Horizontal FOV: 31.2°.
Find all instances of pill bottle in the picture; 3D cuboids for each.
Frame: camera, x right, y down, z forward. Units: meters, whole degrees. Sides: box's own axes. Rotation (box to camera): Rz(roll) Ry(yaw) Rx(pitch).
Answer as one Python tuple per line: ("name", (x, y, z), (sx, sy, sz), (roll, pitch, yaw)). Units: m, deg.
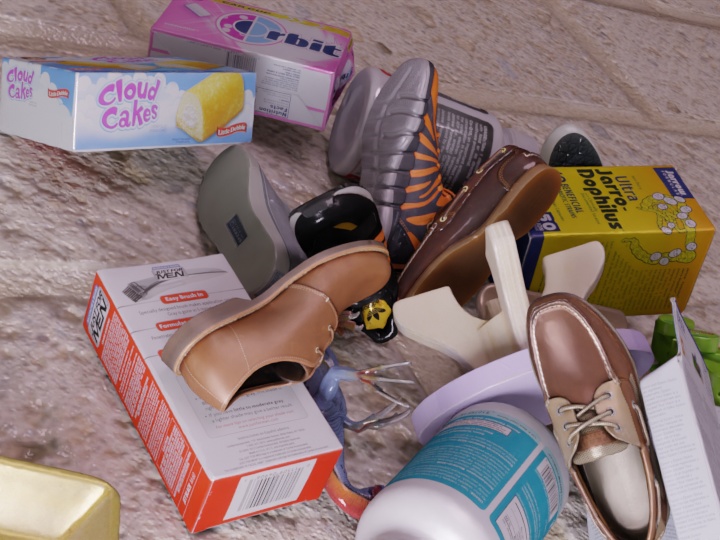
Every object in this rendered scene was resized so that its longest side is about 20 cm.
("pill bottle", (0.076, -0.124, 1.332), (0.198, 0.115, 0.115), (19, 34, -19))
("pill bottle", (0.067, 0.180, 0.911), (0.110, 0.111, 0.200), (38, 32, 12))

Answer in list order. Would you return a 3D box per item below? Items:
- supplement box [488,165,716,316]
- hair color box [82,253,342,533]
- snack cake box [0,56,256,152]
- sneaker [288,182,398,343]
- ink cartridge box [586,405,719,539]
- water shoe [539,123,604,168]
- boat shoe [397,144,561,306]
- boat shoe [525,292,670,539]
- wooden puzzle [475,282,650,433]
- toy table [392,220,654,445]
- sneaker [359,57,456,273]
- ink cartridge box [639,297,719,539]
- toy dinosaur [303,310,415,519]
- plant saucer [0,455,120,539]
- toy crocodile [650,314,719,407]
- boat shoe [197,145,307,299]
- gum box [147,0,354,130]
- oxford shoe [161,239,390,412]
("supplement box", (0.230, -0.029, 1.285), (0.197, 0.111, 0.110), (-2, 41, -16))
("hair color box", (-0.111, 0.082, 0.936), (0.110, 0.064, 0.201), (-8, 50, -35))
("snack cake box", (-0.202, -0.150, 1.139), (0.114, 0.068, 0.199), (18, 19, 40))
("sneaker", (0.000, 0.000, 1.063), (0.091, 0.069, 0.200), (64, 1, 20))
("ink cartridge box", (0.277, 0.206, 1.092), (0.194, 0.043, 0.203), (15, 60, -24))
("water shoe", (0.220, -0.081, 1.369), (0.071, 0.201, 0.079), (-27, 40, -3))
("boat shoe", (0.097, -0.032, 1.188), (0.070, 0.200, 0.071), (38, -12, 40))
("boat shoe", (0.174, 0.112, 0.931), (0.202, 0.075, 0.072), (65, 15, -4))
("wooden puzzle", (0.201, 0.111, 1.184), (0.183, 0.047, 0.202), (11, 42, -28))
("toy table", (0.125, 0.054, 1.049), (0.197, 0.185, 0.118), (-11, 61, -13))
("sneaker", (0.059, -0.095, 1.241), (0.111, 0.203, 0.077), (15, -1, -34))
("ink cartridge box", (0.258, 0.147, 0.991), (0.200, 0.040, 0.203), (44, 35, -59))
("toy dinosaur", (-0.031, 0.108, 0.997), (0.105, 0.197, 0.184), (52, 35, -47))
("plant saucer", (-0.235, 0.186, 0.712), (0.197, 0.049, 0.201), (16, 35, -21))
("toy crocodile", (0.321, 0.087, 1.246), (0.061, 0.069, 0.200), (6, 8, -3))
("boat shoe", (-0.089, -0.032, 1.128), (0.071, 0.070, 0.202), (37, 18, -38))
("gum box", (-0.106, -0.214, 1.306), (0.197, 0.067, 0.114), (14, 33, 1))
("oxford shoe", (-0.043, 0.042, 0.918), (0.199, 0.072, 0.071), (-31, 67, -34))
